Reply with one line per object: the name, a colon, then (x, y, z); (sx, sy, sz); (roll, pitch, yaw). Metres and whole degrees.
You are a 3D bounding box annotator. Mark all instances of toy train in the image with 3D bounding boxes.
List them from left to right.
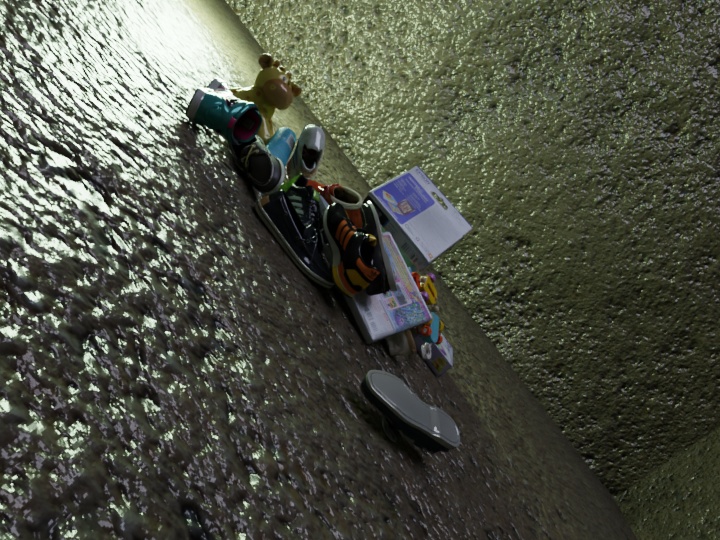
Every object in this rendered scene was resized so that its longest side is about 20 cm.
toy train: (0.119, 0.082, 1.443); (0.150, 0.055, 0.203); (-32, 113, -55)

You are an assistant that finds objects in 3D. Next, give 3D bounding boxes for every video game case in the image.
video game case: (0.035, 0.027, 1.295); (0.181, 0.024, 0.202); (-13, 72, -45)

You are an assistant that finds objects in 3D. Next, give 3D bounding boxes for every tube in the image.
tube: (-0.181, -0.236, 1.412); (0.077, 0.050, 0.201); (43, 32, -19)

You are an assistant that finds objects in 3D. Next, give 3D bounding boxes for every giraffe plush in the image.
giraffe plush: (-0.214, -0.385, 1.524); (0.201, 0.162, 0.172); (55, 11, 16)

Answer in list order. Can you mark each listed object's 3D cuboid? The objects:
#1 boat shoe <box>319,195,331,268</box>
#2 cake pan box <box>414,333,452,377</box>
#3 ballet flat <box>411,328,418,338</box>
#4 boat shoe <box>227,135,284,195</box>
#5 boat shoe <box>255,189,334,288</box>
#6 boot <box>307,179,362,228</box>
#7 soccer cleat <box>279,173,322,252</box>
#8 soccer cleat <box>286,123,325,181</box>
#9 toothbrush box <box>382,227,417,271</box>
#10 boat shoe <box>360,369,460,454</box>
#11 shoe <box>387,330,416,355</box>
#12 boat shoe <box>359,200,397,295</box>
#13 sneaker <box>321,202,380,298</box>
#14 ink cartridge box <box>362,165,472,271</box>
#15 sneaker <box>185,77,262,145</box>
boat shoe: (-0.065, -0.063, 1.362); (0.201, 0.068, 0.074); (63, 11, 21)
cake pan box: (0.156, 0.155, 1.660); (0.185, 0.052, 0.200); (55, 10, 1)
ballet flat: (0.077, 0.088, 1.489); (0.200, 0.063, 0.068); (43, 15, -41)
boat shoe: (-0.201, -0.209, 1.257); (0.060, 0.072, 0.202); (37, 11, -42)
boat shoe: (-0.102, -0.055, 1.178); (0.201, 0.062, 0.075); (53, 9, -10)
boot: (-0.070, -0.161, 1.458); (0.199, 0.075, 0.108); (30, -25, 20)
soccer cleat: (-0.108, -0.115, 1.303); (0.067, 0.081, 0.201); (41, 16, -47)
soccer cleat: (-0.127, -0.235, 1.508); (0.069, 0.201, 0.087); (9, 53, -12)
toothbrush box: (0.073, -0.052, 1.568); (0.147, 0.199, 0.085); (55, 13, 13)
boat shoe: (0.065, 0.213, 0.990); (0.199, 0.062, 0.075); (35, 33, -33)
shoe: (0.062, 0.091, 1.371); (0.070, 0.053, 0.201); (69, 3, -46)
boat shoe: (0.019, -0.042, 1.264); (0.074, 0.060, 0.202); (74, 2, -62)
sneaker: (-0.009, -0.051, 1.206); (0.070, 0.089, 0.202); (33, 36, -44)
ink cartridge box: (0.127, -0.119, 1.475); (0.198, 0.047, 0.199); (50, 42, 7)
sneaker: (-0.238, -0.293, 1.242); (0.120, 0.084, 0.200); (28, 22, -9)
